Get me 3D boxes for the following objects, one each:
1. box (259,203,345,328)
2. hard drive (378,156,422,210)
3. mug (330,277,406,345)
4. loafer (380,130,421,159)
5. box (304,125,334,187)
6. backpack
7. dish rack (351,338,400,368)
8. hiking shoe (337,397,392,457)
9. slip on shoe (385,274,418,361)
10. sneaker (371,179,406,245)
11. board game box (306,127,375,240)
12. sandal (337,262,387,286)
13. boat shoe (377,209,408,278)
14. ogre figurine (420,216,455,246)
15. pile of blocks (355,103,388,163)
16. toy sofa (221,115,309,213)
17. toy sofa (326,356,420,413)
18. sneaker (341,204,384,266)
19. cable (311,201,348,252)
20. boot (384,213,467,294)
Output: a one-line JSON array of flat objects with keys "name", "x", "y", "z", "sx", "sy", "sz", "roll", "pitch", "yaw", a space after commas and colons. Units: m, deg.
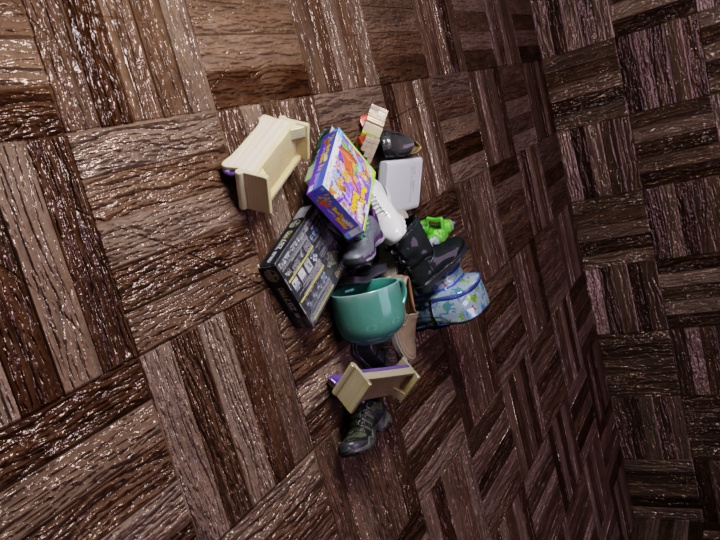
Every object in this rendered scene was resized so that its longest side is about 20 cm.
[{"name": "box", "x": -0.108, "y": -0.011, "z": 1.391, "sx": 0.162, "sy": 0.048, "sz": 0.201, "roll": 59, "pitch": 38, "yaw": -29}, {"name": "hard drive", "x": 0.102, "y": -0.217, "z": 1.765, "sx": 0.199, "sy": 0.026, "sz": 0.134, "roll": -21, "pitch": 118, "yaw": -57}, {"name": "mug", "x": 0.034, "y": 0.087, "z": 1.476, "sx": 0.152, "sy": 0.182, "sz": 0.117, "roll": -159, "pitch": -124, "yaw": -75}, {"name": "loafer", "x": 0.099, "y": -0.318, "z": 1.735, "sx": 0.200, "sy": 0.071, "sz": 0.074, "roll": -29, "pitch": 113, "yaw": -71}, {"name": "box", "x": -0.047, "y": -0.203, "z": 1.492, "sx": 0.145, "sy": 0.036, "sz": 0.202, "roll": 48, "pitch": 31, "yaw": -27}, {"name": "backpack", "x": 0.212, "y": 0.061, "z": 1.747, "sx": 0.183, "sy": 0.197, "sz": 0.149, "roll": -39, "pitch": 115, "yaw": -53}, {"name": "dish rack", "x": 0.053, "y": 0.136, "z": 1.613, "sx": 0.154, "sy": 0.054, "sz": 0.203, "roll": 47, "pitch": 43, "yaw": -44}, {"name": "hiking shoe", "x": -0.005, "y": 0.320, "z": 1.469, "sx": 0.102, "sy": 0.075, "sz": 0.200, "roll": 65, "pitch": 27, "yaw": -4}, {"name": "slip on shoe", "x": 0.105, "y": 0.109, "z": 1.595, "sx": 0.076, "sy": 0.060, "sz": 0.204, "roll": -13, "pitch": 92, "yaw": -60}, {"name": "sneaker", "x": 0.041, "y": -0.141, "z": 1.595, "sx": 0.080, "sy": 0.076, "sz": 0.201, "roll": 42, "pitch": 16, "yaw": -47}, {"name": "board game box", "x": -0.035, "y": -0.179, "z": 1.412, "sx": 0.135, "sy": 0.044, "sz": 0.202, "roll": 46, "pitch": 35, "yaw": -30}, {"name": "sandal", "x": 0.000, "y": 0.000, "z": 1.544, "sx": 0.200, "sy": 0.075, "sz": 0.044, "roll": -29, "pitch": 109, "yaw": -67}, {"name": "boat shoe", "x": 0.085, "y": -0.049, "z": 1.698, "sx": 0.063, "sy": 0.071, "sz": 0.203, "roll": 44, "pitch": 52, "yaw": -54}, {"name": "ogre figurine", "x": 0.169, "y": -0.087, "z": 1.788, "sx": 0.199, "sy": 0.118, "sz": 0.100, "roll": -13, "pitch": 93, "yaw": -58}, {"name": "pile of blocks", "x": 0.017, "y": -0.334, "z": 1.675, "sx": 0.061, "sy": 0.083, "sz": 0.202, "roll": 22, "pitch": 42, "yaw": -6}, {"name": "toy sofa", "x": -0.175, "y": -0.204, "z": 1.305, "sx": 0.084, "sy": 0.096, "sz": 0.201, "roll": 91, "pitch": 18, "yaw": -44}, {"name": "toy sofa", "x": 0.028, "y": 0.228, "z": 1.465, "sx": 0.198, "sy": 0.083, "sz": 0.098, "roll": 4, "pitch": 37, "yaw": -52}, {"name": "sneaker", "x": -0.002, "y": -0.076, "z": 1.467, "sx": 0.200, "sy": 0.073, "sz": 0.089, "roll": -59, "pitch": 139, "yaw": -66}, {"name": "cable", "x": -0.043, "y": -0.122, "z": 1.519, "sx": 0.202, "sy": 0.050, "sz": 0.164, "roll": 62, "pitch": 37, "yaw": -27}, {"name": "boot", "x": 0.156, "y": -0.061, "z": 1.645, "sx": 0.198, "sy": 0.073, "sz": 0.164, "roll": -44, "pitch": 115, "yaw": -22}]
